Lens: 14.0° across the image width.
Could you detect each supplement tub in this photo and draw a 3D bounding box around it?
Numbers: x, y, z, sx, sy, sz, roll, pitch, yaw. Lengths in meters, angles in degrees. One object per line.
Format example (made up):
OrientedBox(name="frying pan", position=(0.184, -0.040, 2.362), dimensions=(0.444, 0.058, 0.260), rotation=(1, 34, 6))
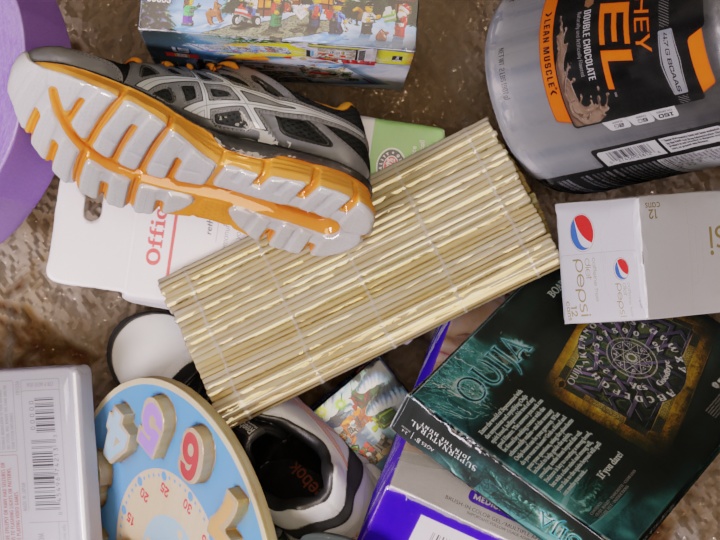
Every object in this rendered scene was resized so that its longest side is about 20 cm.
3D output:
OrientedBox(name="supplement tub", position=(0.172, -0.113, 1.506), dimensions=(0.199, 0.122, 0.123), rotation=(-12, 90, 42))

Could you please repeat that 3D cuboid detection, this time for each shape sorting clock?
OrientedBox(name="shape sorting clock", position=(-0.099, 0.155, 1.522), dimensions=(0.039, 0.200, 0.201), rotation=(-13, 90, -32))

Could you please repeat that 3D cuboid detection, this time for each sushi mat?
OrientedBox(name="sushi mat", position=(0.000, 0.000, 1.516), dimensions=(0.199, 0.012, 0.096), rotation=(-26, 61, -4))

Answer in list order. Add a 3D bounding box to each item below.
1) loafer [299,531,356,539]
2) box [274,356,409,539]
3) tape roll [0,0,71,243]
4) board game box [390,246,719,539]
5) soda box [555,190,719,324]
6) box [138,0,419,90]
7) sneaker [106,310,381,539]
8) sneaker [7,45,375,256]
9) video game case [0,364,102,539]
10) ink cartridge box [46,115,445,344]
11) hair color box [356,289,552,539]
OrientedBox(name="loafer", position=(0.002, 0.212, 1.486), dimensions=(0.071, 0.200, 0.063), rotation=(4, 52, 28))
OrientedBox(name="box", position=(0.020, 0.165, 1.590), dimensions=(0.137, 0.040, 0.200), rotation=(-39, 91, 0))
OrientedBox(name="tape roll", position=(-0.253, -0.096, 1.543), dimensions=(0.199, 0.066, 0.202), rotation=(-2, 84, 17))
OrientedBox(name="board game box", position=(0.119, 0.064, 1.494), dimensions=(0.135, 0.200, 0.028), rotation=(36, 129, 11))
OrientedBox(name="soda box", position=(0.198, -0.011, 1.530), dimensions=(0.199, 0.068, 0.064), rotation=(-5, 90, -37))
OrientedBox(name="box", position=(-0.041, -0.125, 1.508), dimensions=(0.136, 0.200, 0.038), rotation=(5, 88, -1))
OrientedBox(name="sneaker", position=(-0.062, 0.076, 1.539), dimensions=(0.200, 0.080, 0.074), rotation=(35, 84, 30))
OrientedBox(name="sneaker", position=(-0.084, -0.073, 1.496), dimensions=(0.199, 0.078, 0.078), rotation=(21, 53, -17))
OrientedBox(name="video game case", position=(-0.222, 0.155, 1.567), dimensions=(0.181, 0.023, 0.202), rotation=(-4, 91, 19))
OrientedBox(name="ink cartridge box", position=(-0.062, -0.032, 1.574), dimensions=(0.199, 0.067, 0.118), rotation=(9, 88, -1))
OrientedBox(name="hair color box", position=(0.076, 0.090, 1.516), dimensions=(0.109, 0.200, 0.065), rotation=(24, 127, -1))
